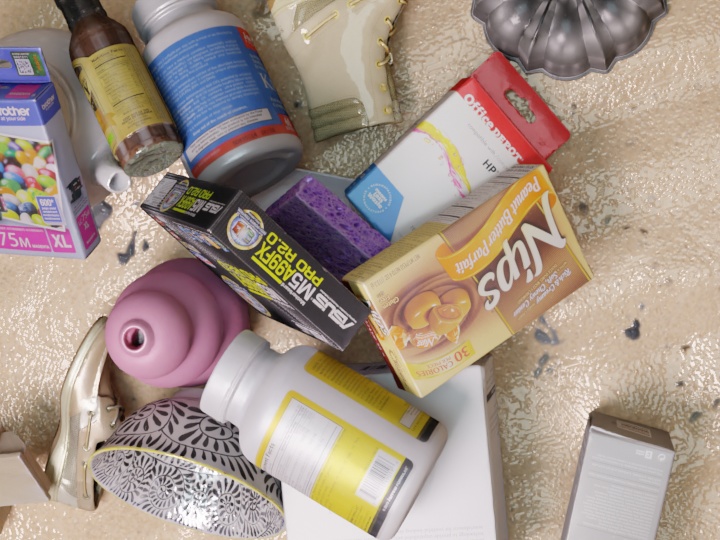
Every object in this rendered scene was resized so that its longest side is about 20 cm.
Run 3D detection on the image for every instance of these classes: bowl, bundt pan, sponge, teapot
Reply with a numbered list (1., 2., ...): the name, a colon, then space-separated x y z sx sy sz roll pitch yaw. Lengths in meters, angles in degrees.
1. bowl: -0.152 0.175 1.236 0.198 0.202 0.095 12 60 9
2. bundt pan: 0.191 -0.279 1.180 0.199 0.076 0.205 0 93 9
3. sponge: 0.000 0.000 1.186 0.200 0.111 0.030 41 63 -12
4. teapot: -0.319 -0.147 1.244 0.198 0.146 0.200 -16 90 11

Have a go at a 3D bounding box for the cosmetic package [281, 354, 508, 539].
1. cosmetic package: 0.032 0.190 1.210 0.197 0.123 0.203 -5 90 11

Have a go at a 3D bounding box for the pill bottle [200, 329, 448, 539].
1. pill bottle: -0.033 0.135 1.101 0.199 0.112 0.113 30 98 8

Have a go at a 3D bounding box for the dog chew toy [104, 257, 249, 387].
1. dog chew toy: -0.177 0.053 1.201 0.123 0.200 0.126 0 93 10

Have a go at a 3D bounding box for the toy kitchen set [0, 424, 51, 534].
1. toy kitchen set: -0.383 0.142 1.309 0.161 0.182 0.201 -7 132 14

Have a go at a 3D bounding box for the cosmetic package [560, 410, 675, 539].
1. cosmetic package: 0.228 0.243 1.187 0.089 0.107 0.203 15 94 9

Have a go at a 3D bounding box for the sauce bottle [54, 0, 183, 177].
1. sauce bottle: -0.228 -0.182 1.187 0.064 0.065 0.202 -31 71 10

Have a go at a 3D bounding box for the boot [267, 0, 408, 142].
1. boot: 0.024 -0.218 1.214 0.198 0.073 0.157 -18 89 12

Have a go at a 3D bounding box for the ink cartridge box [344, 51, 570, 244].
1. ink cartridge box: 0.094 -0.097 1.195 0.200 0.067 0.116 -43 96 3

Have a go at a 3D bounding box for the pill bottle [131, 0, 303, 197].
1. pill bottle: -0.142 -0.174 1.220 0.111 0.112 0.202 -29 77 10

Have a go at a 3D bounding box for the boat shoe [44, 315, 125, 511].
1. boat shoe: -0.266 0.145 1.291 0.064 0.072 0.202 18 102 3

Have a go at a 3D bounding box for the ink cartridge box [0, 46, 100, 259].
1. ink cartridge box: -0.317 -0.104 1.164 0.118 0.042 0.202 4 124 19

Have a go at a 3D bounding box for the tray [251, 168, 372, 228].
1. tray: -0.041 -0.042 1.262 0.197 0.022 0.109 12 96 9

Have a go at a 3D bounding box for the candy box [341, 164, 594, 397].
1. candy box: 0.096 0.006 1.122 0.199 0.055 0.116 -33 107 -17

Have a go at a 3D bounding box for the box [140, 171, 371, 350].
1. box: -0.096 -0.012 1.121 0.160 0.199 0.044 44 79 -25
